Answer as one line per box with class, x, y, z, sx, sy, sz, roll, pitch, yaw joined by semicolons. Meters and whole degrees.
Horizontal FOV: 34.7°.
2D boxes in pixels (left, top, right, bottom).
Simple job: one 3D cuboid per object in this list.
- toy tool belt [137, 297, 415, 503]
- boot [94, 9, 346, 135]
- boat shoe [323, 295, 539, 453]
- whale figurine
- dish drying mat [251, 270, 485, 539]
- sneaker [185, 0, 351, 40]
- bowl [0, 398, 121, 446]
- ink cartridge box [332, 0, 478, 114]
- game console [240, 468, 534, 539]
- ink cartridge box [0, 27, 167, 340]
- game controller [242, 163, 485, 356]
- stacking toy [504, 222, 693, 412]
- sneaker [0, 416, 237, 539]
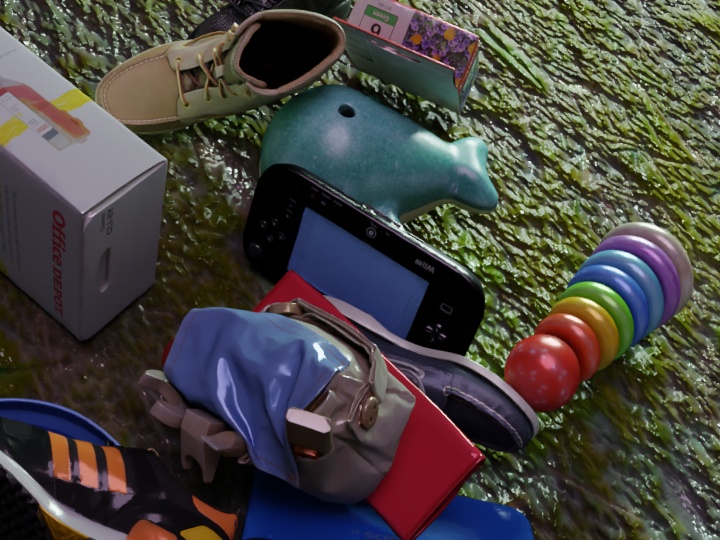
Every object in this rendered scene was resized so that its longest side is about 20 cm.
toy tool belt;-0.073;0.072;0.730;0.198;0.123;0.127;18;86;32
boot;-0.115;-0.156;0.914;0.197;0.155;0.074;-12;97;-10
boat shoe;0.030;0.084;0.823;0.198;0.075;0.062;28;50;11
whale figurine;0.018;-0.092;0.934;0.197;0.104;0.161;2;52;-9
dish drying mat;-0.008;0.087;0.779;0.077;0.018;0.200;-45;61;-3
sneaker;-0.081;-0.249;1.029;0.198;0.115;0.076;-35;65;-30
bowl;-0.226;0.176;0.717;0.197;0.040;0.203;7;52;-8
ink cartridge box;0.043;-0.188;0.964;0.108;0.200;0.051;24;91;6
game console;0.011;0.228;0.745;0.197;0.120;0.171;12;20;-4
ink cartridge box;-0.239;-0.068;0.834;0.199;0.146;0.083;38;53;16
game controller;0.000;0.000;0.861;0.198;0.105;0.042;31;48;13
stacking toy;0.172;0.038;0.863;0.085;0.086;0.199;39;44;18
sneaker;-0.167;0.134;0.703;0.198;0.071;0.090;30;37;10
